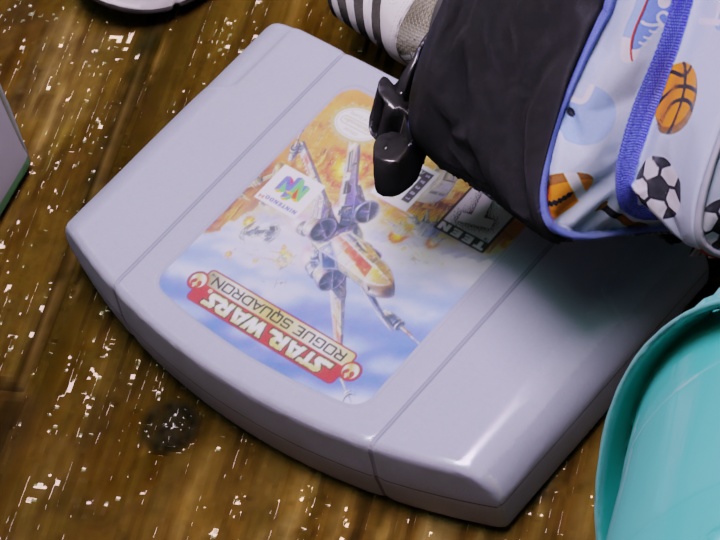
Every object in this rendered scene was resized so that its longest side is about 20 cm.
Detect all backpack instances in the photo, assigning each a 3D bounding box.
[{"bbox_3d":[0.127,-0.094,0.764,0.190,0.200,0.154,-7,37,-47],"label":"backpack"}]

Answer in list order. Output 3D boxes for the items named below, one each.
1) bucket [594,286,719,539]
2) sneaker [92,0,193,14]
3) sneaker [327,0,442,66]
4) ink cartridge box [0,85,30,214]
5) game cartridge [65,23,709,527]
[{"bbox_3d":[0.149,0.095,0.619,0.207,0.207,0.135,0,46,14],"label":"bucket"},{"bbox_3d":[-0.036,-0.183,0.946,0.200,0.087,0.074,-41,53,-19],"label":"sneaker"},{"bbox_3d":[0.061,-0.157,0.909,0.115,0.076,0.201,31,68,29],"label":"sneaker"},{"bbox_3d":[-0.245,-0.030,0.881,0.200,0.084,0.146,13,57,22],"label":"ink cartridge box"},{"bbox_3d":[0.000,0.000,0.830,0.200,0.042,0.133,29,61,31],"label":"game cartridge"}]
